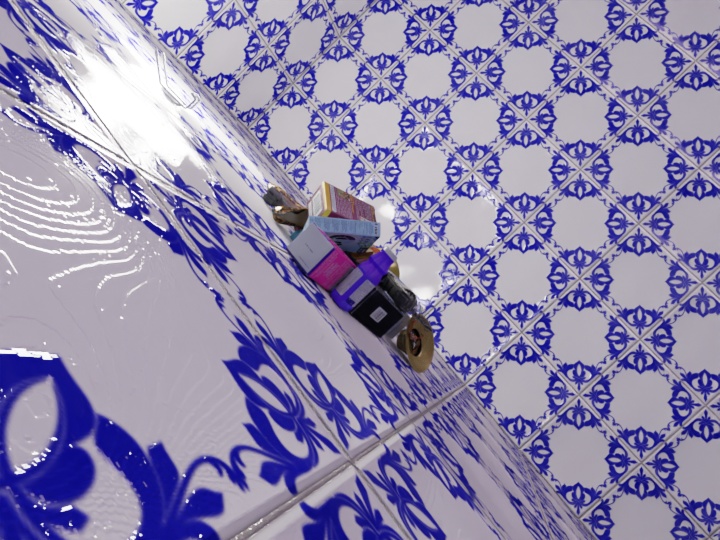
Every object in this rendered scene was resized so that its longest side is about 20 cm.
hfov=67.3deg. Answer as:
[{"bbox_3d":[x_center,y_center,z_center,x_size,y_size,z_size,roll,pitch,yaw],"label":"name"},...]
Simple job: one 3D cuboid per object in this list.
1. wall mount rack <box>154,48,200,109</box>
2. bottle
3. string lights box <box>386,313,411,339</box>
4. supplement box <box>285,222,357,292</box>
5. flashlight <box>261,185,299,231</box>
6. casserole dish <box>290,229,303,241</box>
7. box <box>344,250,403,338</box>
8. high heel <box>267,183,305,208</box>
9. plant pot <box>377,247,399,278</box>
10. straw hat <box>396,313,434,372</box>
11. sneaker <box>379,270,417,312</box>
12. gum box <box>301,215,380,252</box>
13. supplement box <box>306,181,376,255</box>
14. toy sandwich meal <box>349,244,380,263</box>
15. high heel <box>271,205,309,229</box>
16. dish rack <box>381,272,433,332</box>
[{"bbox_3d":[-0.569,-0.571,1.641,0.174,0.074,0.200,47,3,-19],"label":"wall mount rack"},{"bbox_3d":[0.012,0.019,1.428,0.065,0.200,0.083,48,5,23],"label":"bottle"},{"bbox_3d":[0.083,0.131,1.905,0.201,0.102,0.059,52,5,37],"label":"string lights box"},{"bbox_3d":[-0.093,-0.024,1.417,0.101,0.103,0.200,48,1,27],"label":"supplement box"},{"bbox_3d":[-0.232,-0.181,1.748,0.200,0.068,0.068,43,13,-11],"label":"flashlight"},{"bbox_3d":[-0.160,-0.075,1.655,0.121,0.039,0.200,47,5,-11],"label":"casserole dish"},{"bbox_3d":[0.009,0.073,1.598,0.183,0.104,0.200,52,5,39],"label":"box"},{"bbox_3d":[-0.244,-0.234,1.887,0.144,0.071,0.199,56,15,18],"label":"high heel"},{"bbox_3d":[0.032,0.015,2.090,0.141,0.201,0.201,-3,46,-53],"label":"plant pot"},{"bbox_3d":[0.169,0.243,1.837,0.084,0.204,0.201,-5,-34,35],"label":"straw hat"},{"bbox_3d":[0.119,0.055,1.801,0.201,0.078,0.090,50,10,-26],"label":"sneaker"},{"bbox_3d":[-0.060,-0.098,1.508,0.196,0.046,0.170,5,-15,-13],"label":"gum box"},{"bbox_3d":[-0.053,-0.156,1.632,0.198,0.103,0.132,23,38,-29],"label":"supplement box"},{"bbox_3d":[-0.009,-0.066,1.760,0.201,0.071,0.206,11,28,-6],"label":"toy sandwich meal"},{"bbox_3d":[-0.170,-0.154,1.629,0.196,0.073,0.143,9,10,-15],"label":"high heel"},{"bbox_3d":[0.156,0.106,1.699,0.199,0.055,0.154,40,8,-29],"label":"dish rack"}]
